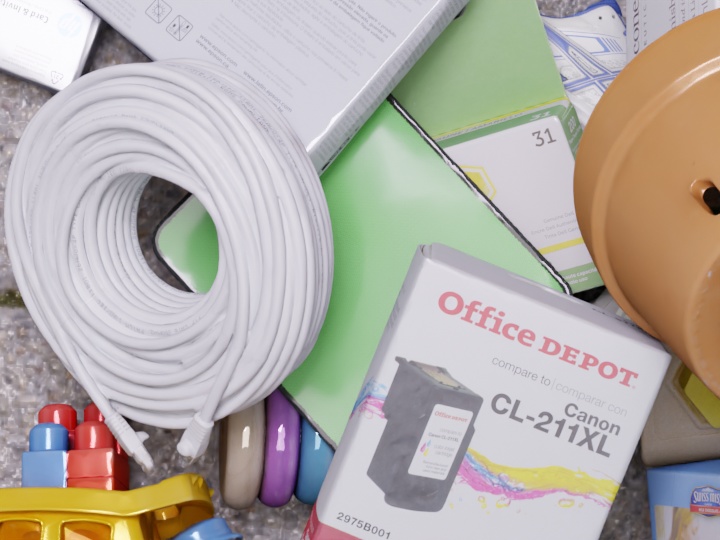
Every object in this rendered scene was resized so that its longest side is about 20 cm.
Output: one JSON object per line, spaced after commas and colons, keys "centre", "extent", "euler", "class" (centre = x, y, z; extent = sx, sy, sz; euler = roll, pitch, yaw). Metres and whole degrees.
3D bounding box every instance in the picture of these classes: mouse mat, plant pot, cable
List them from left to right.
{"centre": [-0.103, -0.016, 1.363], "extent": [0.200, 0.069, 0.200], "euler": [50, 123, 12], "class": "cable"}
{"centre": [0.000, 0.000, 1.399], "extent": [0.161, 0.008, 0.200], "euler": [-43, 84, 5], "class": "mouse mat"}
{"centre": [0.217, -0.018, 1.262], "extent": [0.199, 0.140, 0.201], "euler": [-3, 122, -5], "class": "plant pot"}

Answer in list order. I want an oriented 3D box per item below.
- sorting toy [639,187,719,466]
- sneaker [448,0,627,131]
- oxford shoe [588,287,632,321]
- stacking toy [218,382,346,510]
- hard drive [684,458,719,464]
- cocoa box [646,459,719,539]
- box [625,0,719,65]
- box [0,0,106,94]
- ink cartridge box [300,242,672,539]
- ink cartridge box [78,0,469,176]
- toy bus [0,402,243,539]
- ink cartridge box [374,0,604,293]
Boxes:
{"centre": [0.243, 0.021, 1.389], "extent": [0.184, 0.037, 0.201], "euler": [-7, 120, -2], "class": "sorting toy"}
{"centre": [0.148, -0.111, 1.454], "extent": [0.199, 0.075, 0.089], "euler": [23, 87, -1], "class": "sneaker"}
{"centre": [0.179, 0.004, 1.431], "extent": [0.075, 0.058, 0.200], "euler": [25, 113, -28], "class": "oxford shoe"}
{"centre": [0.019, 0.097, 1.447], "extent": [0.199, 0.085, 0.086], "euler": [2, 88, -7], "class": "stacking toy"}
{"centre": [0.260, 0.119, 1.469], "extent": [0.139, 0.033, 0.201], "euler": [0, 88, -2], "class": "hard drive"}
{"centre": [0.257, 0.165, 1.337], "extent": [0.130, 0.200, 0.134], "euler": [-5, 89, -22], "class": "cocoa box"}
{"centre": [0.261, -0.171, 1.395], "extent": [0.199, 0.131, 0.200], "euler": [4, 77, -15], "class": "box"}
{"centre": [-0.202, -0.220, 1.467], "extent": [0.155, 0.041, 0.201], "euler": [21, 87, 0], "class": "box"}
{"centre": [0.062, 0.104, 1.346], "extent": [0.145, 0.083, 0.201], "euler": [21, 96, -1], "class": "ink cartridge box"}
{"centre": [-0.040, -0.181, 1.402], "extent": [0.199, 0.041, 0.200], "euler": [41, 89, 18], "class": "ink cartridge box"}
{"centre": [-0.133, 0.167, 1.415], "extent": [0.199, 0.136, 0.193], "euler": [0, 74, 5], "class": "toy bus"}
{"centre": [0.051, -0.073, 1.418], "extent": [0.145, 0.048, 0.201], "euler": [-16, 106, 20], "class": "ink cartridge box"}
